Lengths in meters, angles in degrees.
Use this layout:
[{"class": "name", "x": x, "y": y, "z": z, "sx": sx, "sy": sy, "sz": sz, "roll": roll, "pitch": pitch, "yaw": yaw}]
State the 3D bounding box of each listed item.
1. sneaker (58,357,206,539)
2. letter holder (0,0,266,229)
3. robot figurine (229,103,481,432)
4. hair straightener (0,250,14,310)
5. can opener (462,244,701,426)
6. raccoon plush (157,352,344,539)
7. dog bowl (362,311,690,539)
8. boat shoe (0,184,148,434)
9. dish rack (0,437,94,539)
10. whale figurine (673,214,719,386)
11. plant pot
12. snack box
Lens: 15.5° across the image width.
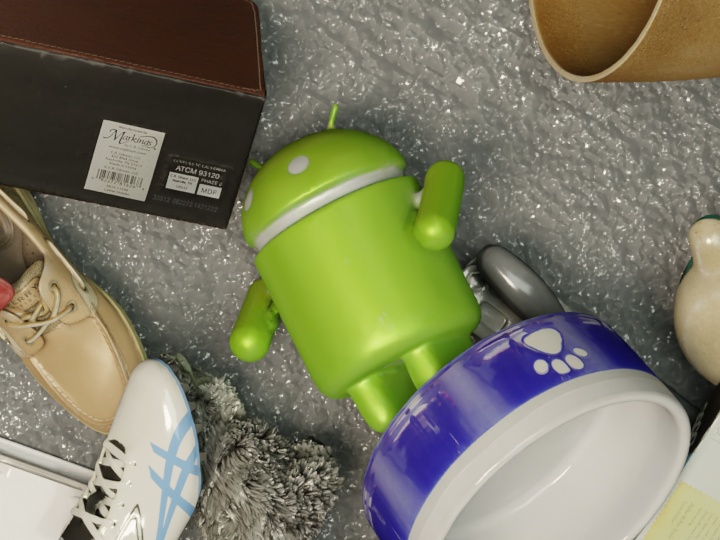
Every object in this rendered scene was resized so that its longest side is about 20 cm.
[{"class": "sneaker", "x": -0.146, "y": 0.149, "z": 1.607, "sx": 0.072, "sy": 0.072, "sz": 0.201, "roll": -1, "pitch": 113, "yaw": -40}, {"class": "letter holder", "x": -0.169, "y": -0.122, "z": 1.651, "sx": 0.199, "sy": 0.142, "sz": 0.101, "roll": 11, "pitch": 122, "yaw": -12}, {"class": "robot figurine", "x": 0.000, "y": 0.000, "z": 1.659, "sx": 0.175, "sy": 0.116, "sz": 0.200, "roll": -32, "pitch": 79, "yaw": 28}, {"class": "hair straightener", "x": -0.286, "y": 0.047, "z": 1.628, "sx": 0.041, "sy": 0.077, "sz": 0.200, "roll": 20, "pitch": 124, "yaw": -37}, {"class": "can opener", "x": 0.142, "y": 0.059, "z": 1.729, "sx": 0.200, "sy": 0.066, "sz": 0.053, "roll": 38, "pitch": 84, "yaw": -15}, {"class": "raccoon plush", "x": -0.084, "y": 0.131, "z": 1.628, "sx": 0.134, "sy": 0.200, "sz": 0.097, "roll": 37, "pitch": 101, "yaw": -21}, {"class": "dog bowl", "x": 0.103, "y": 0.124, "z": 1.639, "sx": 0.200, "sy": 0.200, "sz": 0.079, "roll": -33, "pitch": 56, "yaw": -8}, {"class": "boat shoe", "x": -0.203, "y": 0.019, "z": 1.635, "sx": 0.071, "sy": 0.065, "sz": 0.200, "roll": -39, "pitch": 84, "yaw": 12}, {"class": "dish rack", "x": -0.234, "y": 0.211, "z": 1.671, "sx": 0.171, "sy": 0.044, "sz": 0.201, "roll": 21, "pitch": 88, "yaw": -11}, {"class": "whale figurine", "x": 0.285, "y": -0.006, "z": 1.700, "sx": 0.159, "sy": 0.104, "sz": 0.200, "roll": 24, "pitch": 130, "yaw": -5}, {"class": "plant pot", "x": 0.237, "y": -0.198, "z": 1.690, "sx": 0.199, "sy": 0.186, "sz": 0.187, "roll": 8, "pitch": 91, "yaw": -25}, {"class": "snack box", "x": 0.236, "y": 0.180, "z": 1.730, "sx": 0.116, "sy": 0.037, "sz": 0.200, "roll": 28, "pitch": 107, "yaw": -10}]
